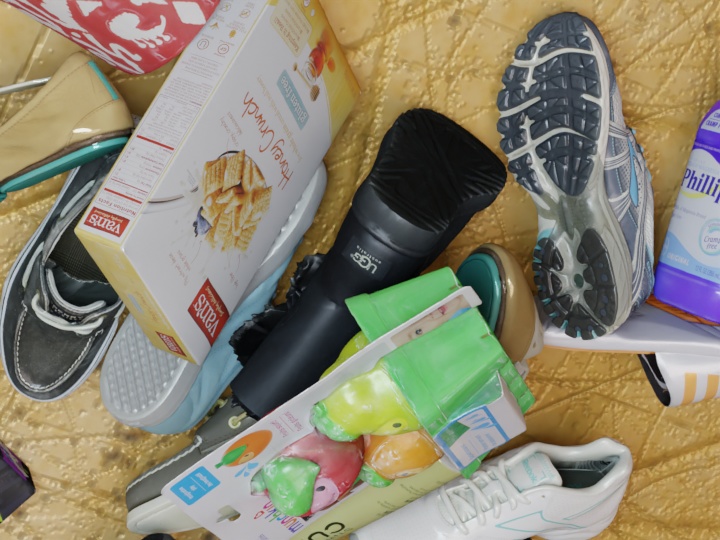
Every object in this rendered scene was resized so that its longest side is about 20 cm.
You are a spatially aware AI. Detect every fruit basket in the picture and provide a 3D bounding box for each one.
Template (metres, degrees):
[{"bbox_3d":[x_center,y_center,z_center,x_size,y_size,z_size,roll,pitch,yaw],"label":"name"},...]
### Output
[{"bbox_3d":[0.000,0.095,1.462,0.200,0.094,0.185,-39,157,-2],"label":"fruit basket"}]

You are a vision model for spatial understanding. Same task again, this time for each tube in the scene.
[{"bbox_3d":[-0.019,0.147,1.619,0.199,0.052,0.058,-32,123,28],"label":"tube"}]

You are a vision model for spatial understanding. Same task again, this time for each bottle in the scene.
[{"bbox_3d":[0.246,-0.066,1.645,0.065,0.083,0.202,13,96,-34],"label":"bottle"}]

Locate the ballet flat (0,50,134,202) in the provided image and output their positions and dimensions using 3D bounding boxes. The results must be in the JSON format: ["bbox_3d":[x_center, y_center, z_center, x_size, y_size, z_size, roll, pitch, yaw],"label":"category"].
[{"bbox_3d":[-0.215,-0.063,1.487,0.199,0.069,0.063,-26,87,23],"label":"ballet flat"}]

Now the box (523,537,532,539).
[{"bbox_3d":[0.046,0.268,1.657,0.195,0.200,0.118,-8,114,-15],"label":"box"}]

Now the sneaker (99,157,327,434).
[{"bbox_3d":[-0.082,0.011,1.588,0.200,0.074,0.082,-53,153,0],"label":"sneaker"}]

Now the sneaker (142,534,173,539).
[{"bbox_3d":[-0.188,0.236,1.618,0.087,0.076,0.201,29,110,-19],"label":"sneaker"}]

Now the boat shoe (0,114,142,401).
[{"bbox_3d":[-0.168,0.003,1.521,0.072,0.071,0.201,18,120,-7],"label":"boat shoe"}]

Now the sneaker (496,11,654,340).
[{"bbox_3d":[0.142,-0.063,1.630,0.086,0.077,0.202,-21,108,-52],"label":"sneaker"}]

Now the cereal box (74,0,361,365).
[{"bbox_3d":[-0.077,-0.064,1.482,0.201,0.039,0.144,-61,154,-18],"label":"cereal box"}]

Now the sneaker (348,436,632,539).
[{"bbox_3d":[0.085,0.145,1.673,0.199,0.071,0.080,-15,155,-23],"label":"sneaker"}]

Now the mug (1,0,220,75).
[{"bbox_3d":[-0.160,-0.204,1.404,0.199,0.177,0.134,34,62,-32],"label":"mug"}]

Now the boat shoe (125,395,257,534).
[{"bbox_3d":[-0.060,0.103,1.627,0.201,0.061,0.072,-25,159,8],"label":"boat shoe"}]

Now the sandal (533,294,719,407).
[{"bbox_3d":[0.187,0.054,1.689,0.205,0.079,0.060,3,113,-11],"label":"sandal"}]

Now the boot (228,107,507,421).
[{"bbox_3d":[0.000,0.000,1.560,0.076,0.200,0.168,38,115,1],"label":"boot"}]

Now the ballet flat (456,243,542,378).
[{"bbox_3d":[0.078,0.047,1.611,0.063,0.069,0.200,-5,148,-21],"label":"ballet flat"}]

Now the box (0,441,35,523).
[{"bbox_3d":[-0.311,0.111,1.559,0.143,0.036,0.200,-42,117,1],"label":"box"}]
